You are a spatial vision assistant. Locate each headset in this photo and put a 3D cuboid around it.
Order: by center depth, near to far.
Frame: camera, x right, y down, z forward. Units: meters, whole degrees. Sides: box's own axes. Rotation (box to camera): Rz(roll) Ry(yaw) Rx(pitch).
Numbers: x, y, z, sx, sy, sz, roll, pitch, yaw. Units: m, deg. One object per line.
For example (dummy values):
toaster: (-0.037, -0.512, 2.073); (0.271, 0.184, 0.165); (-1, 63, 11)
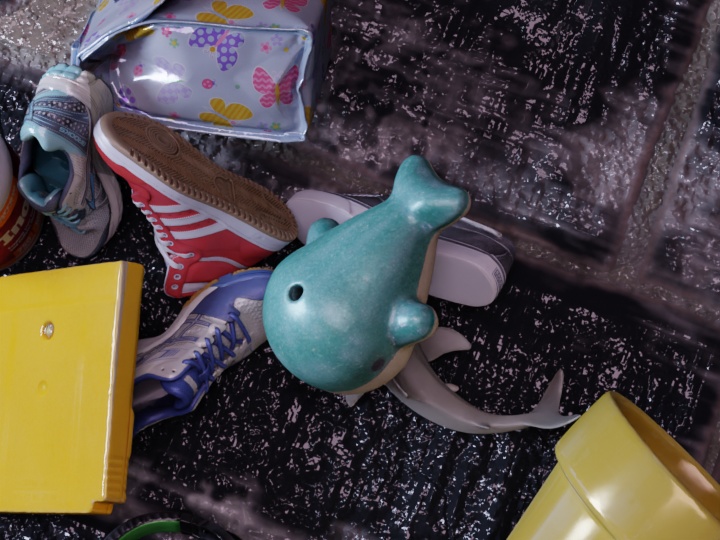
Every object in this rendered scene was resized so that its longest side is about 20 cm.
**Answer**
headset: (-0.124, 0.274, 1.361); (0.199, 0.094, 0.124); (16, 58, 10)

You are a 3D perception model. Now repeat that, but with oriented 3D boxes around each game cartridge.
game cartridge: (-0.248, 0.098, 1.368); (0.176, 0.032, 0.201); (-6, 78, 41)

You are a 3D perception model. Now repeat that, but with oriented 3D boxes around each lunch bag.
lunch bag: (-0.128, -0.200, 1.387); (0.199, 0.170, 0.128); (6, 123, 4)

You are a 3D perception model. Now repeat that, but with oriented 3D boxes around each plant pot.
plant pot: (0.199, 0.229, 1.311); (0.189, 0.201, 0.201); (-45, 81, 9)

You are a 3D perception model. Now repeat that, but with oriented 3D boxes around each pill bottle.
pill bottle: (-0.330, -0.068, 1.363); (0.112, 0.200, 0.114); (0, 80, 1)

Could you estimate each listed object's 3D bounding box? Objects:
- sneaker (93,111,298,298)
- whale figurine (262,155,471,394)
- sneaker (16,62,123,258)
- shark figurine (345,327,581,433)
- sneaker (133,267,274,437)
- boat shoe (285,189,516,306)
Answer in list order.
sneaker: (-0.159, -0.047, 1.372); (0.112, 0.200, 0.071); (-38, 38, 29)
whale figurine: (0.000, 0.000, 1.321); (0.200, 0.104, 0.159); (-55, 50, 11)
sneaker: (-0.249, -0.073, 1.367); (0.077, 0.201, 0.087); (17, 51, 13)
shark figurine: (0.064, 0.096, 1.372); (0.214, 0.089, 0.128); (34, 99, 6)
sneaker: (-0.135, 0.077, 1.380); (0.200, 0.088, 0.075); (-34, 123, 2)
boat shoe: (0.035, -0.033, 1.419); (0.199, 0.072, 0.068); (17, 47, 18)
